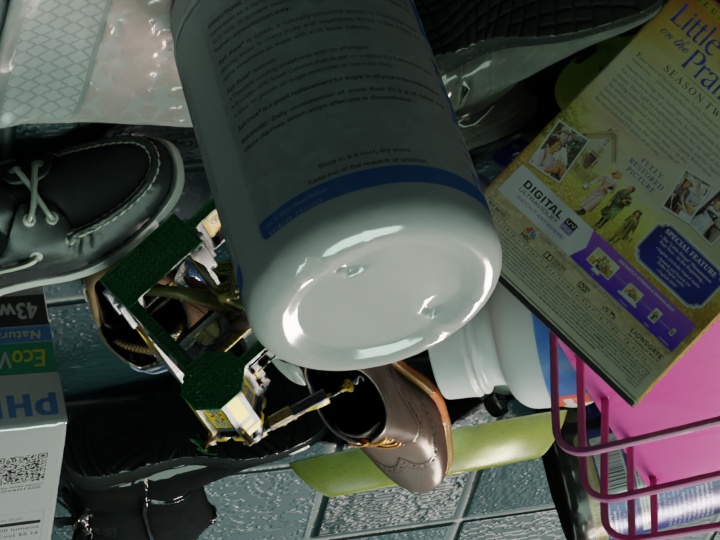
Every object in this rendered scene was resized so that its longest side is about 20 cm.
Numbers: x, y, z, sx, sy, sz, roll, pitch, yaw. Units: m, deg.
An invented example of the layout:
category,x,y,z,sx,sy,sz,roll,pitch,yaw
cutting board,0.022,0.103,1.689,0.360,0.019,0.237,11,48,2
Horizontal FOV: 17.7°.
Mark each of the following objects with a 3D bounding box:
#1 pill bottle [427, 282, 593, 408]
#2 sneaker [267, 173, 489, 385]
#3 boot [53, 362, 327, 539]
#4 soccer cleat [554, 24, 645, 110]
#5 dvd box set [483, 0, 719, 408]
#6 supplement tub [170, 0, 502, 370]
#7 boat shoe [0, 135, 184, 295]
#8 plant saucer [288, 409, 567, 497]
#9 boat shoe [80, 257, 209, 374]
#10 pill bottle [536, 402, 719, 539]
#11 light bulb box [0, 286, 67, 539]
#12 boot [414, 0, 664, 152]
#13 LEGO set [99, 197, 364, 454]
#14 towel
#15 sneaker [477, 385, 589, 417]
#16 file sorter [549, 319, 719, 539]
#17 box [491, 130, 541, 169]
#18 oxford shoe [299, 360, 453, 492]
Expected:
category,x,y,z,sx,sy,sz,roll,pitch,yaw
pill bottle,0.146,0.028,1.470,0.199,0.113,0.112,-10,149,14
sneaker,0.000,0.000,1.454,0.200,0.075,0.081,-37,133,27
boot,-0.120,0.143,1.609,0.197,0.074,0.163,-13,150,-10
soccer cleat,0.215,-0.119,1.372,0.199,0.065,0.084,-18,157,5
dvd box set,0.169,-0.045,1.295,0.200,0.146,0.029,-46,170,-6
supplement tub,-0.015,-0.063,1.169,0.131,0.201,0.132,-12,146,-8
boat shoe,-0.196,-0.027,1.317,0.199,0.076,0.060,-27,151,15
plant saucer,0.050,0.131,1.622,0.199,0.031,0.200,-11,175,-1
boat shoe,-0.133,0.024,1.423,0.072,0.073,0.200,-24,147,11
pill bottle,0.237,0.129,1.706,0.199,0.112,0.112,-14,147,-2
light bulb box,-0.290,0.105,1.427,0.197,0.125,0.200,-4,145,-17
boot,0.084,-0.123,1.322,0.199,0.068,0.131,-16,155,10
LEGO set,-0.043,0.020,1.321,0.200,0.154,0.116,-49,147,-13
towel,-0.104,-0.143,1.226,0.190,0.032,0.200,-3,146,-20
sneaker,0.147,0.036,1.557,0.118,0.074,0.200,0,147,-35
file sorter,0.205,0.101,1.370,0.138,0.126,0.200,-15,137,20
box,0.182,-0.073,1.385,0.199,0.042,0.119,-15,-168,-4
oxford shoe,0.004,0.090,1.453,0.071,0.073,0.200,-14,136,21
